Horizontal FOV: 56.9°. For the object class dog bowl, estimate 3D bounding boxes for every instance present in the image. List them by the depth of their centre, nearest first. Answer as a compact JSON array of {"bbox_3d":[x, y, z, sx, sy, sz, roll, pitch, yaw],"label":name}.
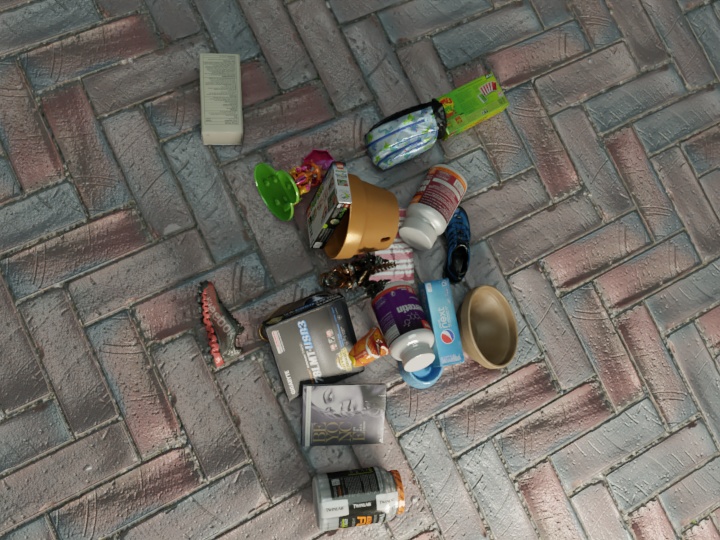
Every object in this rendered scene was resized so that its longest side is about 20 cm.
[{"bbox_3d":[0.165,0.189,1.634,0.110,0.050,0.202,18,77,-7],"label":"dog bowl"}]

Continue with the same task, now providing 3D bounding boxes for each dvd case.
[{"bbox_3d":[-0.040,0.339,1.563,0.197,0.016,0.151,1,101,-10],"label":"dvd case"}]

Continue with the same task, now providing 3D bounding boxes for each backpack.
[{"bbox_3d":[0.108,-0.336,1.663,0.197,0.163,0.156,-9,97,-5],"label":"backpack"}]

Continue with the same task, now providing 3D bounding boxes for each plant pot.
[{"bbox_3d":[0.002,-0.124,1.564,0.138,0.200,0.203,3,80,-22],"label":"plant pot"},{"bbox_3d":[0.292,0.142,1.626,0.199,0.092,0.203,16,66,-39],"label":"plant pot"}]

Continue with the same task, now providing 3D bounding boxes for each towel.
[{"bbox_3d":[0.059,-0.057,1.670,0.144,0.030,0.203,-2,84,-10],"label":"towel"}]

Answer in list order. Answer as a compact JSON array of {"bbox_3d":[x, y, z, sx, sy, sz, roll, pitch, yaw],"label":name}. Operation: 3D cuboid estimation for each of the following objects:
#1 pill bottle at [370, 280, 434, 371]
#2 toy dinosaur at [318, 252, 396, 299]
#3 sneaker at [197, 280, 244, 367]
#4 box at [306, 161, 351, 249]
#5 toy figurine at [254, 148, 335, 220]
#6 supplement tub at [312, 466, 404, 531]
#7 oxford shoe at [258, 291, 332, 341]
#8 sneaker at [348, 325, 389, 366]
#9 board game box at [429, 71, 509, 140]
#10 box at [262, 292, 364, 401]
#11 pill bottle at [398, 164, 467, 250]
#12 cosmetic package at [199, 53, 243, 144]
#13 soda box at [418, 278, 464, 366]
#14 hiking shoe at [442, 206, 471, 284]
[{"bbox_3d":[0.104,0.131,1.567,0.111,0.113,0.201,-15,57,-12],"label":"pill bottle"},{"bbox_3d":[0.000,0.000,1.579,0.199,0.135,0.103,-38,111,-26],"label":"toy dinosaur"},{"bbox_3d":[-0.323,0.118,1.546,0.097,0.071,0.203,-13,85,-12],"label":"sneaker"},{"bbox_3d":[-0.076,-0.147,1.532,0.034,0.200,0.111,4,61,-22],"label":"box"},{"bbox_3d":[-0.131,-0.232,1.595,0.183,0.199,0.151,-34,102,-26],"label":"toy figurine"},{"bbox_3d":[-0.006,0.515,1.511,0.197,0.123,0.124,-5,81,-10],"label":"supplement tub"},{"bbox_3d":[-0.153,0.103,1.578,0.199,0.073,0.072,-31,87,-14],"label":"oxford shoe"},{"bbox_3d":[0.017,0.178,1.545,0.077,0.200,0.074,-28,81,14],"label":"sneaker"},{"bbox_3d":[0.284,-0.436,1.763,0.199,0.048,0.102,-28,86,-14],"label":"board game box"},{"bbox_3d":[-0.107,0.178,1.547,0.196,0.050,0.202,-20,111,-15],"label":"box"},{"bbox_3d":[0.179,-0.156,1.651,0.109,0.110,0.201,33,67,-4],"label":"pill bottle"},{"bbox_3d":[-0.341,-0.417,1.624,0.102,0.087,0.203,-1,80,-12],"label":"cosmetic package"},{"bbox_3d":[0.192,0.126,1.590,0.063,0.068,0.203,-8,82,-11],"label":"soda box"},{"bbox_3d":[0.253,-0.069,1.675,0.073,0.087,0.203,3,80,-10],"label":"hiking shoe"}]
